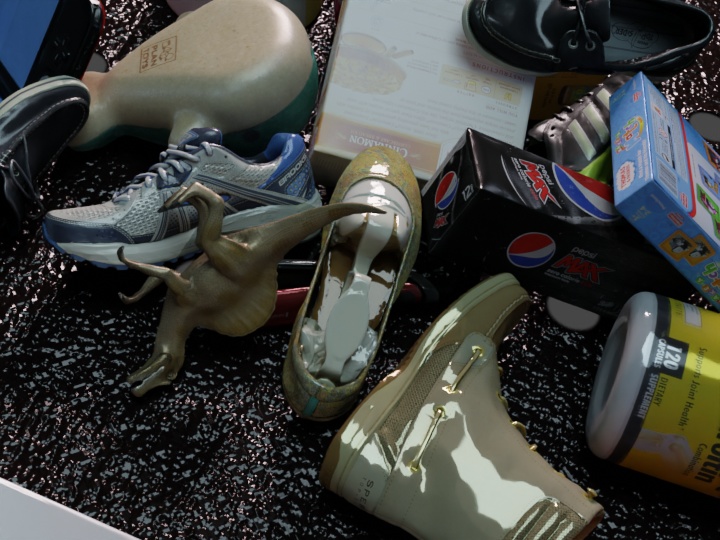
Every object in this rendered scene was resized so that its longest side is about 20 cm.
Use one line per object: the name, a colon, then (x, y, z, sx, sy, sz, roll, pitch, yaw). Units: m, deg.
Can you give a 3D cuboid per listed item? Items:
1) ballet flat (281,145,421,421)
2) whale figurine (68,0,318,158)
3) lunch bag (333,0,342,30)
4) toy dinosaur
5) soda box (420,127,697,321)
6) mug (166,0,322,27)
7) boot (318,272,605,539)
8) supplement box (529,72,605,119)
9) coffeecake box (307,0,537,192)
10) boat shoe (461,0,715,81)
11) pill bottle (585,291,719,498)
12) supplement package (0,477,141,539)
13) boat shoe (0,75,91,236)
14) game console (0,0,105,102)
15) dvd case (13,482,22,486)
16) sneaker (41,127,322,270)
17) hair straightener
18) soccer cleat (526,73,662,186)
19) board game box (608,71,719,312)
ballet flat: (0.000, 0.000, 0.733, 0.070, 0.071, 0.202, 17, 71, 4)
whale figurine: (-0.127, -0.131, 0.863, 0.198, 0.104, 0.160, -15, 49, 8)
lunch bag: (0.069, -0.276, 0.947, 0.174, 0.201, 0.082, 4, 43, -7)
toy dinosaur: (-0.086, -0.009, 0.718, 0.101, 0.199, 0.058, 48, 7, -14)
soda box: (0.144, -0.025, 0.786, 0.198, 0.071, 0.064, 19, 42, -23)
mug: (-0.089, -0.319, 0.981, 0.148, 0.154, 0.187, 24, 48, 11)
boot: (0.090, 0.103, 0.701, 0.155, 0.073, 0.200, 34, 53, 18)
supplement box: (0.160, -0.174, 0.965, 0.197, 0.067, 0.069, 0, 47, -12)
coffeecake box: (0.052, -0.153, 0.855, 0.152, 0.073, 0.202, 14, 75, -7)
boat shoe: (0.173, -0.179, 0.818, 0.197, 0.066, 0.076, 8, 80, -21)
pill bottle: (0.253, 0.094, 0.716, 0.198, 0.113, 0.113, 17, 48, 5)
supplement package: (-0.161, 0.220, 0.497, 0.155, 0.111, 0.201, 27, 48, -11)
boat shoe: (-0.250, -0.057, 0.771, 0.062, 0.075, 0.200, 32, 59, 13)
game console: (-0.308, -0.184, 0.844, 0.118, 0.173, 0.200, -1, 42, -48)
dvd case: (-0.269, 0.196, 0.578, 0.148, 0.025, 0.202, 6, 48, -6)
sneaker: (-0.123, -0.057, 0.776, 0.198, 0.086, 0.077, -11, 20, -24)
hair straightener: (-0.016, -0.005, 0.793, 0.197, 0.041, 0.078, -8, 50, -11)
soccer cleat: (0.182, -0.113, 0.892, 0.080, 0.068, 0.201, 23, 67, 18)
board game box: (0.254, -0.031, 0.796, 0.200, 0.037, 0.152, 40, 33, -18)
